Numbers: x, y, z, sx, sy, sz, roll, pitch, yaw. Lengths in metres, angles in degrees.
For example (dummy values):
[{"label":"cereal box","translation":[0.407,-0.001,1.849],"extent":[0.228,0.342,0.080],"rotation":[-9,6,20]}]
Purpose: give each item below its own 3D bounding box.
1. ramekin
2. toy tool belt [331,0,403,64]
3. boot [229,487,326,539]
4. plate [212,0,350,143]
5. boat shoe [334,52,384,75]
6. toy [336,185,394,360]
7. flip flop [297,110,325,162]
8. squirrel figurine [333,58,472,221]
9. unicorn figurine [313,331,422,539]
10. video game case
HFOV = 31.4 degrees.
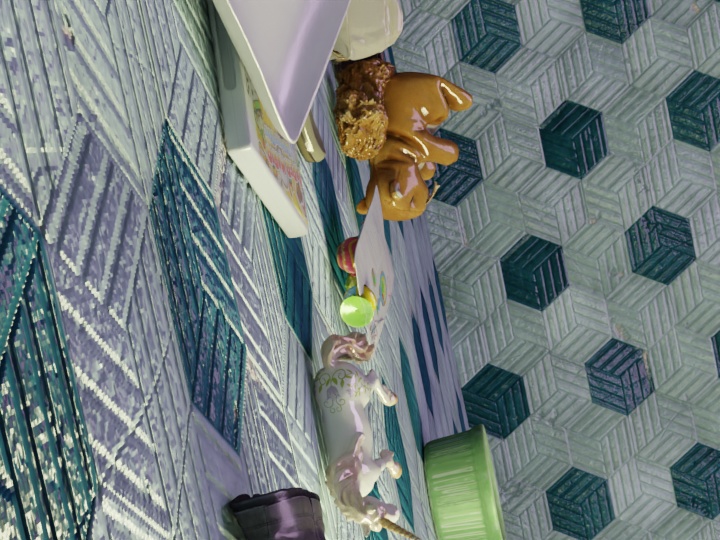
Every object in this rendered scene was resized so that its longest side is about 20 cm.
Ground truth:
[{"label":"ramekin","translation":[0.159,0.343,1.955],"extent":[0.200,0.096,0.204],"rotation":[-11,90,-84]},{"label":"toy tool belt","translation":[-0.026,-0.363,1.609],"extent":[0.122,0.123,0.204],"rotation":[10,-69,63]},{"label":"boot","translation":[-0.023,0.202,0.776],"extent":[0.200,0.069,0.134],"rotation":[74,1,-67]},{"label":"plate","translation":[-0.064,-0.231,0.935],"extent":[0.201,0.032,0.202],"rotation":[64,35,-47]},{"label":"boat shoe","translation":[-0.010,-0.315,1.793],"extent":[0.076,0.070,0.204],"rotation":[145,-64,-80]},{"label":"toy","translation":[0.000,0.000,1.394],"extent":[0.201,0.046,0.117],"rotation":[-80,161,-64]},{"label":"flip flop","translation":[-0.053,-0.195,1.213],"extent":[0.082,0.057,0.202],"rotation":[-92,168,-57]},{"label":"squirrel figurine","translation":[0.031,-0.167,1.673],"extent":[0.199,0.141,0.189],"rotation":[28,69,-32]},{"label":"unicorn figurine","translation":[-0.001,0.148,1.074],"extent":[0.202,0.073,0.137],"rotation":[66,12,17]},{"label":"video game case","translation":[-0.082,-0.143,1.027],"extent":[0.200,0.022,0.185],"rotation":[60,20,-71]}]
